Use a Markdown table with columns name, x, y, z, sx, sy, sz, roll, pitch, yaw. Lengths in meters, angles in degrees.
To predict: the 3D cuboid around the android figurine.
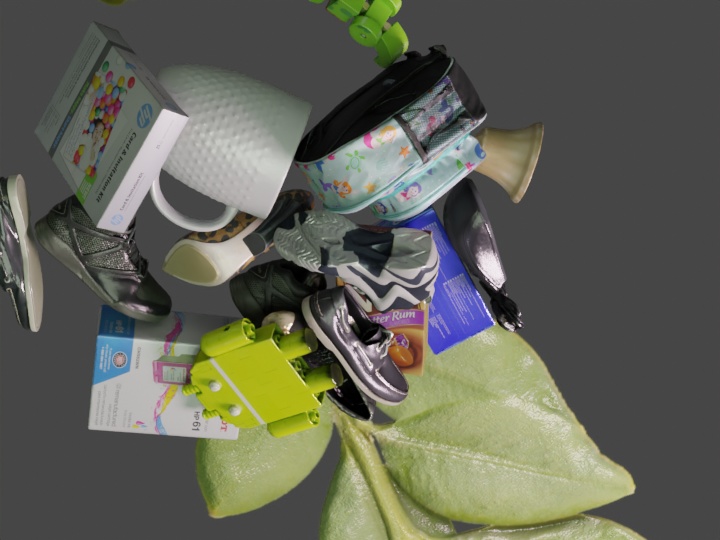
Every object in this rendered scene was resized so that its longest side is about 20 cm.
| name | x | y | z | sx | sy | sz | roll | pitch | yaw |
| --- | --- | --- | --- | --- | --- | --- | --- | --- | --- |
| android figurine | -0.128 | 0.135 | 1.381 | 0.199 | 0.041 | 0.182 | -19 | 122 | 23 |

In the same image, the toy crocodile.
| name | x | y | z | sx | sy | sz | roll | pitch | yaw |
| --- | --- | --- | --- | --- | --- | --- | --- | --- | --- |
| toy crocodile | -0.019 | -0.316 | 1.290 | 0.200 | 0.062 | 0.068 | 39 | 66 | -22 |

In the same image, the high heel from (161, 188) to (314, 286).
| name | x | y | z | sx | sy | sz | roll | pitch | yaw |
| --- | --- | --- | --- | --- | --- | --- | --- | --- | --- |
| high heel | -0.151 | -0.045 | 1.413 | 0.199 | 0.143 | 0.072 | -15 | 110 | 37 |

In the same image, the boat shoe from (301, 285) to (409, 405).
| name | x | y | z | sx | sy | sz | roll | pitch | yaw |
| --- | --- | --- | --- | --- | --- | --- | --- | --- | --- |
| boat shoe | 0.009 | 0.095 | 1.399 | 0.063 | 0.073 | 0.200 | -30 | 120 | 22 |

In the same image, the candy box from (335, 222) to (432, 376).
| name | x | y | z | sx | sy | sz | roll | pitch | yaw |
| --- | --- | --- | --- | --- | --- | --- | --- | --- | --- |
| candy box | 0.029 | 0.039 | 1.434 | 0.116 | 0.057 | 0.201 | 6 | 125 | 9 |

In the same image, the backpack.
| name | x | y | z | sx | sy | sz | roll | pitch | yaw |
| --- | --- | --- | --- | --- | --- | --- | --- | --- | --- |
| backpack | 0.030 | -0.141 | 1.265 | 0.200 | 0.177 | 0.151 | -34 | 108 | -15 |

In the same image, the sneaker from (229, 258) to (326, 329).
| name | x | y | z | sx | sy | sz | roll | pitch | yaw |
| --- | --- | --- | --- | --- | --- | --- | --- | --- | --- |
| sneaker | -0.071 | 0.067 | 1.452 | 0.114 | 0.076 | 0.200 | -28 | 112 | 12 |

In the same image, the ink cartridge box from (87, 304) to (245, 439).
| name | x | y | z | sx | sy | sz | roll | pitch | yaw |
| --- | --- | --- | --- | --- | --- | --- | --- | --- | --- |
| ink cartridge box | -0.248 | 0.134 | 1.462 | 0.199 | 0.085 | 0.145 | 5 | 115 | -13 |

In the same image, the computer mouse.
| name | x | y | z | sx | sy | sz | roll | pitch | yaw |
| --- | --- | --- | --- | --- | --- | --- | --- | --- | --- |
| computer mouse | 0.146 | -0.022 | 1.415 | 0.053 | 0.139 | 0.201 | -21 | 118 | 2 |

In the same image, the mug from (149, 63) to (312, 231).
| name | x | y | z | sx | sy | sz | roll | pitch | yaw |
| --- | --- | --- | --- | --- | --- | --- | --- | --- | --- |
| mug | -0.174 | -0.138 | 1.303 | 0.175 | 0.148 | 0.201 | 22 | 112 | -8 |

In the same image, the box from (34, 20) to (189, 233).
| name | x | y | z | sx | sy | sz | roll | pitch | yaw |
| --- | --- | --- | --- | --- | --- | --- | --- | --- | --- |
| box | -0.282 | -0.162 | 1.247 | 0.041 | 0.200 | 0.156 | 13 | 118 | -47 |

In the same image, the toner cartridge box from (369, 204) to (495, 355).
| name | x | y | z | sx | sy | sz | roll | pitch | yaw |
| --- | --- | --- | --- | --- | --- | --- | --- | --- | --- |
| toner cartridge box | 0.093 | 0.009 | 1.477 | 0.095 | 0.043 | 0.200 | -28 | 117 | 5 |

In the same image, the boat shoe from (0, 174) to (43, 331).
| name | x | y | z | sx | sy | sz | roll | pitch | yaw |
| --- | --- | --- | --- | --- | --- | --- | --- | --- | --- |
| boat shoe | -0.432 | -0.018 | 1.362 | 0.066 | 0.075 | 0.200 | -5 | 116 | -4 |

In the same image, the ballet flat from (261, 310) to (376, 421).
| name | x | y | z | sx | sy | sz | roll | pitch | yaw |
| --- | --- | --- | --- | --- | --- | --- | --- | --- | --- |
| ballet flat | -0.046 | 0.117 | 1.403 | 0.066 | 0.057 | 0.200 | -44 | 118 | 8 |

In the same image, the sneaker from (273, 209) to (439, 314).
| name | x | y | z | sx | sy | sz | roll | pitch | yaw |
| --- | --- | --- | --- | --- | --- | --- | --- | --- | --- |
| sneaker | 0.000 | 0.000 | 1.318 | 0.198 | 0.080 | 0.130 | 4 | 146 | 15 |

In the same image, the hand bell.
| name | x | y | z | sx | sy | sz | roll | pitch | yaw |
| --- | --- | --- | --- | --- | --- | --- | --- | --- | --- |
| hand bell | 0.115 | -0.163 | 1.385 | 0.199 | 0.104 | 0.104 | 17 | 113 | -3 |

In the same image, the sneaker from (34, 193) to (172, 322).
| name | x | y | z | sx | sy | sz | roll | pitch | yaw |
| --- | --- | --- | --- | --- | --- | --- | --- | --- | --- |
| sneaker | -0.292 | -0.023 | 1.380 | 0.114 | 0.076 | 0.199 | -39 | 111 | 18 |
